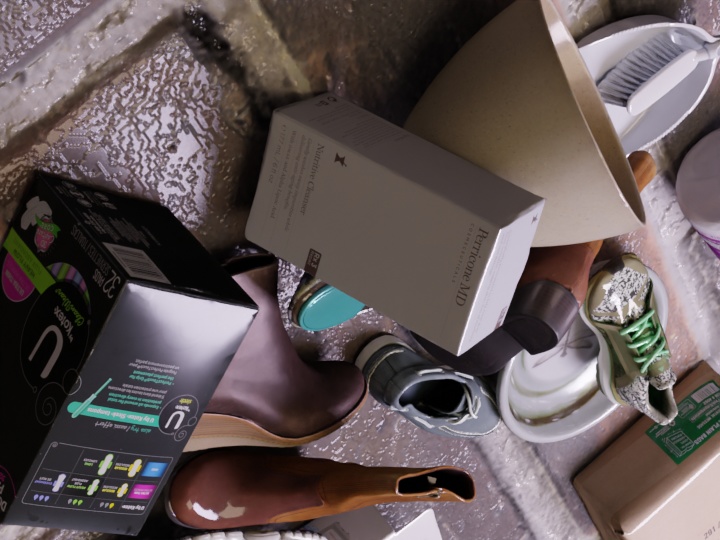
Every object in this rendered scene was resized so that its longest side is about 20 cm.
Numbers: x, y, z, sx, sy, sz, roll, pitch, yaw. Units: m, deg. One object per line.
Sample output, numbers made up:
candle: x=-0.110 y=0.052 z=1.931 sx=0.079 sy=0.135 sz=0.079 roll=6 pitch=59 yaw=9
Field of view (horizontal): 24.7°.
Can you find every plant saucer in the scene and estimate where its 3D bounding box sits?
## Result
plant saucer: x=0.199 y=0.067 z=1.546 sx=0.199 sy=0.050 sz=0.201 roll=-21 pitch=133 yaw=-25

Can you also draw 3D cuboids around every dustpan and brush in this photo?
dustpan and brush: x=0.277 y=-0.181 z=1.412 sx=0.199 sy=0.057 sz=0.140 roll=-36 pitch=136 yaw=-10

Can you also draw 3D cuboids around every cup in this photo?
cup: x=0.117 y=-0.099 z=1.278 sx=0.142 sy=0.201 sz=0.200 roll=-23 pitch=140 yaw=15

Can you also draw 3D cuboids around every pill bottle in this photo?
pill bottle: x=0.384 y=-0.045 z=1.562 sx=0.112 sy=0.112 sz=0.200 roll=-47 pitch=137 yaw=2

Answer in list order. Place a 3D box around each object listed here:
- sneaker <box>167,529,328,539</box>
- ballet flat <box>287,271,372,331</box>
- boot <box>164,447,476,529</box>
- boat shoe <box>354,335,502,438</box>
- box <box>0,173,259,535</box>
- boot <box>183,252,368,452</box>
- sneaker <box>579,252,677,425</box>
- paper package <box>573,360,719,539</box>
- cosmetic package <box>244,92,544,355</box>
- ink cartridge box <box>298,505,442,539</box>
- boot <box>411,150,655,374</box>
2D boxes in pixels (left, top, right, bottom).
sneaker: x=-0.111 y=0.263 z=1.403 sx=0.198 sy=0.080 sz=0.077 roll=4 pitch=162 yaw=-26
ballet flat: x=0.000 y=0.000 z=1.320 sx=0.199 sy=0.072 sz=0.072 roll=-14 pitch=130 yaw=-45
boot: x=-0.036 y=0.184 z=1.339 sx=0.187 sy=0.199 sz=0.069 roll=13 pitch=78 yaw=-43
boat shoe: x=0.073 y=0.119 z=1.478 sx=0.073 sy=0.062 sz=0.200 roll=-52 pitch=137 yaw=7
box: x=-0.193 y=0.063 z=1.163 sx=0.124 sy=0.149 sz=0.201 roll=13 pitch=113 yaw=-44
boot: x=-0.072 y=0.062 z=1.312 sx=0.199 sy=0.072 sz=0.167 roll=-11 pitch=129 yaw=-28
sneaker: x=0.257 y=0.065 z=1.489 sx=0.077 sy=0.089 sz=0.201 roll=-35 pitch=136 yaw=-12
paper package: x=0.346 y=0.232 z=1.748 sx=0.200 sy=0.103 sz=0.191 roll=-39 pitch=137 yaw=-6
cosmetic package: x=0.023 y=-0.037 z=1.213 sx=0.081 sy=0.199 sz=0.114 roll=-26 pitch=138 yaw=-53
ink cartridge box: x=-0.020 y=0.287 z=1.529 sx=0.199 sy=0.068 sz=0.117 roll=-30 pitch=136 yaw=-14
boot: x=0.143 y=-0.014 z=1.400 sx=0.068 sy=0.188 sz=0.201 roll=41 pitch=58 yaw=-13
